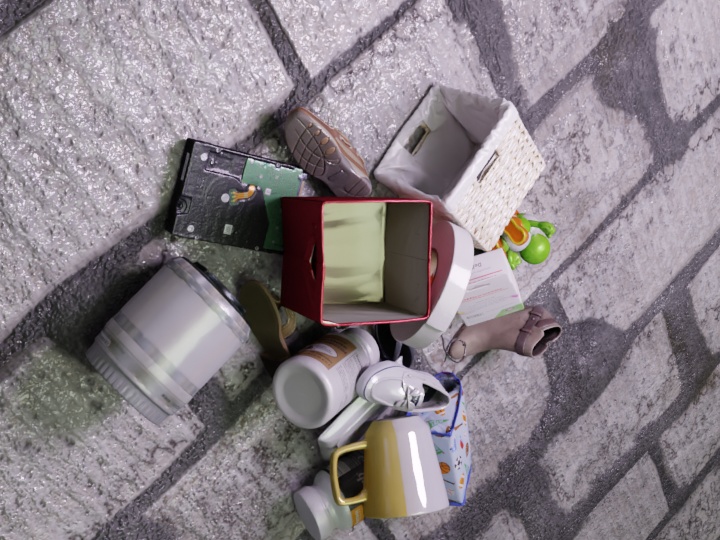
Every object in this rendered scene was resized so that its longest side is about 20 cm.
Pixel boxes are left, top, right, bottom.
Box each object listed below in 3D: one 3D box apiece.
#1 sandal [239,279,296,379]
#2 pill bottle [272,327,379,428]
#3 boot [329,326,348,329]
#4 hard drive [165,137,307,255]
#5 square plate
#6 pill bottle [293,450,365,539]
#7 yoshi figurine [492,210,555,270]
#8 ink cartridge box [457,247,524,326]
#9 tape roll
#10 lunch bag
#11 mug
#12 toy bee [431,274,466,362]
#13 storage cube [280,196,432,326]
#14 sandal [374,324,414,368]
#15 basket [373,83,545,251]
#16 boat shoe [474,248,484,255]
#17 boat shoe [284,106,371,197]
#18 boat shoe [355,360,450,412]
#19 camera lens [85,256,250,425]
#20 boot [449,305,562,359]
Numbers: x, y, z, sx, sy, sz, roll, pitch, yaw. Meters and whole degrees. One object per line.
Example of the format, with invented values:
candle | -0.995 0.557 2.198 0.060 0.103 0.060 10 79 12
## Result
sandal | -0.135 0.083 1.318 0.070 0.076 0.215 -47 138 -41
pill bottle | -0.048 0.166 1.329 0.199 0.112 0.117 -29 128 -60
boot | 0.001 0.000 1.370 0.196 0.073 0.165 -21 120 -28
hard drive | -0.183 -0.107 1.220 0.197 0.038 0.142 9 102 -36
square plate | 0.007 0.252 1.424 0.200 0.028 0.199 -42 162 -15
pill bottle | -0.015 0.396 1.476 0.198 0.116 0.118 -27 121 -25
yoshi figurine | 0.306 -0.051 1.515 0.199 0.111 0.114 -17 115 -61
ink cartridge box | 0.212 0.026 1.424 0.115 0.069 0.200 -18 156 12
tape roll | 0.107 0.022 1.262 0.037 0.203 0.206 23 93 -16
lunch bag | 0.152 0.315 1.550 0.201 0.121 0.173 -57 142 -57
mug | 0.057 0.329 1.370 0.185 0.148 0.157 2 78 -48
toy bee | 0.105 0.068 1.462 0.129 0.108 0.205 2 80 -31
storage cube | -0.010 -0.021 1.206 0.196 0.179 0.175 -3 98 -26
sandal | 0.052 0.108 1.424 0.043 0.075 0.203 -49 145 -39
basket | 0.169 -0.170 1.346 0.160 0.199 0.200 39 84 -40
boat shoe | 0.213 -0.065 1.502 0.071 0.060 0.204 -32 123 -22
boat shoe | -0.052 -0.186 1.267 0.075 0.073 0.200 -20 138 22
boat shoe | 0.077 0.196 1.339 0.198 0.065 0.075 8 107 -45
camera lens | -0.267 0.095 1.157 0.200 0.159 0.161 -46 127 -12
boot | 0.284 0.131 1.571 0.199 0.146 0.071 -37 126 -18
